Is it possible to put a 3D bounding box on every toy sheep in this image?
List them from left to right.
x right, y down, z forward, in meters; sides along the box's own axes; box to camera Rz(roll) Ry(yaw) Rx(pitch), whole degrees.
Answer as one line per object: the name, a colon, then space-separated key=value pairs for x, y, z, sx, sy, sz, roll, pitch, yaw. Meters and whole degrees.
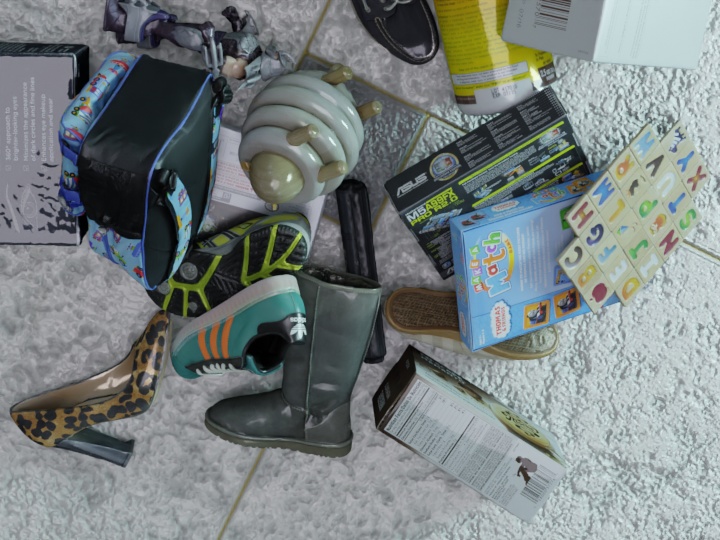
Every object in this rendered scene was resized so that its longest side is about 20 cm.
toy sheep: x=-0.055 y=-0.143 z=1.695 sx=0.137 sy=0.200 sz=0.138 roll=19 pitch=140 yaw=17

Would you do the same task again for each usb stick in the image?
usb stick: x=0.000 y=0.000 z=1.783 sx=0.032 sy=0.055 sz=0.202 roll=-11 pitch=104 yaw=-16

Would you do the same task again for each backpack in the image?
backpack: x=-0.217 y=-0.092 z=1.651 sx=0.134 sy=0.183 sz=0.201 roll=18 pitch=138 yaw=9

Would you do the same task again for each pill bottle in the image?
pill bottle: x=0.132 y=-0.267 z=1.697 sx=0.108 sy=0.109 sz=0.202 roll=-14 pitch=104 yaw=2

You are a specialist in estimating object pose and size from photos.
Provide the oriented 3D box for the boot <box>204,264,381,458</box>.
boot: x=-0.074 y=0.092 z=1.772 sx=0.180 sy=0.073 sz=0.201 roll=6 pitch=116 yaw=2

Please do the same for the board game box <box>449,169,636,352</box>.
board game box: x=0.195 y=-0.012 z=1.744 sx=0.199 sy=0.037 sz=0.152 roll=-18 pitch=124 yaw=-16

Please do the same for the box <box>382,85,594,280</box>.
box: x=0.140 y=-0.088 z=1.722 sx=0.199 sy=0.044 sz=0.160 roll=-31 pitch=147 yaw=6

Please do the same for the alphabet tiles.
alphabet tiles: x=0.289 y=-0.056 z=1.739 sx=0.200 sy=0.006 sz=0.167 roll=-48 pitch=134 yaw=-9

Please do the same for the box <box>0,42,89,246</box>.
box: x=-0.382 y=-0.134 z=1.709 sx=0.198 sy=0.117 sz=0.198 roll=1 pitch=103 yaw=-3

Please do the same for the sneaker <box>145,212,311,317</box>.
sneaker: x=-0.137 y=-0.007 z=1.751 sx=0.199 sy=0.076 sz=0.076 roll=-15 pitch=107 yaw=20

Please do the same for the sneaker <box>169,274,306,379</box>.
sneaker: x=-0.129 y=0.081 z=1.725 sx=0.200 sy=0.071 sz=0.080 roll=-35 pitch=64 yaw=41

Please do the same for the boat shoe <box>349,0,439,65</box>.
boat shoe: x=0.021 y=-0.290 z=1.703 sx=0.072 sy=0.063 sz=0.201 roll=-33 pitch=112 yaw=2

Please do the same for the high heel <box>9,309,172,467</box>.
high heel: x=-0.290 y=0.114 z=1.790 sx=0.142 sy=0.072 sz=0.201 roll=19 pitch=111 yaw=-12

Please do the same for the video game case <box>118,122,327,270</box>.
video game case: x=-0.143 y=-0.063 z=1.782 sx=0.198 sy=0.023 sz=0.183 roll=15 pitch=102 yaw=-6

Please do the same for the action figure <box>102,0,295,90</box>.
action figure: x=-0.161 y=-0.238 z=1.692 sx=0.199 sy=0.130 sz=0.070 roll=17 pitch=104 yaw=6

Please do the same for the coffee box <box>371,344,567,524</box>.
coffee box: x=0.116 y=0.176 z=1.797 sx=0.199 sy=0.113 sz=0.080 roll=32 pitch=100 yaw=-8

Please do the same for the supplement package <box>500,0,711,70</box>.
supplement package: x=0.250 y=-0.270 z=1.643 sx=0.117 sy=0.199 sz=0.118 roll=20 pitch=105 yaw=39

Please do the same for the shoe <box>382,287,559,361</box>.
shoe: x=0.119 y=0.057 z=1.806 sx=0.198 sy=0.053 sz=0.070 roll=12 pitch=74 yaw=-8
